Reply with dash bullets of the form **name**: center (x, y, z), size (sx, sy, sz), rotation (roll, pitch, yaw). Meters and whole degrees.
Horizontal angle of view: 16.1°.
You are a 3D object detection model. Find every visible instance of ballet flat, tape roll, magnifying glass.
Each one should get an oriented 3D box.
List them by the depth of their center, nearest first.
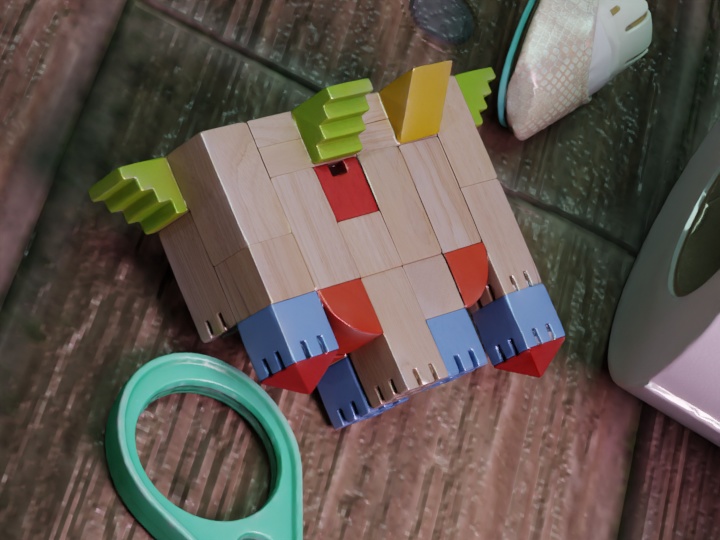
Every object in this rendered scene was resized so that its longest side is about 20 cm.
- **magnifying glass**: center (-0.040, 0.121, 1.004), size (0.080, 0.022, 0.200), rotation (-10, 66, -35)
- **tape roll**: center (0.220, -0.001, 1.121), size (0.139, 0.203, 0.203), rotation (30, 49, -9)
- **ballet flat**: center (0.121, -0.136, 1.238), size (0.062, 0.067, 0.200), rotation (10, 47, 15)

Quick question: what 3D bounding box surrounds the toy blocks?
- **toy blocks**: center (0.000, 0.000, 1.073), size (0.200, 0.100, 0.137), rotation (-16, 80, -43)
